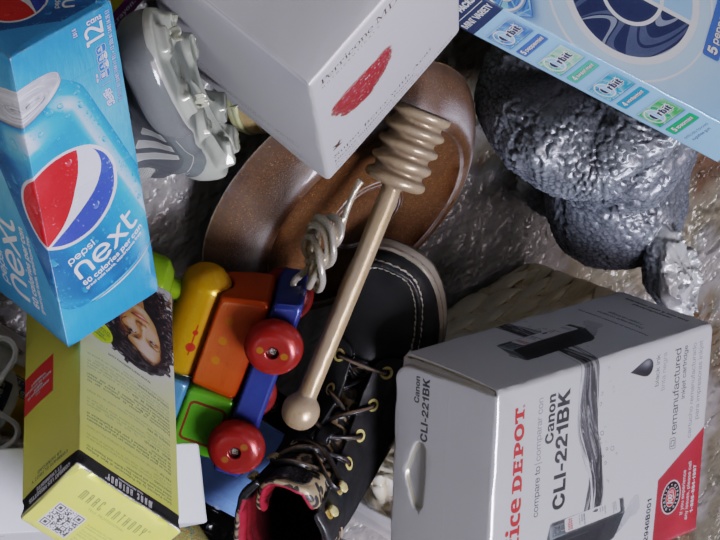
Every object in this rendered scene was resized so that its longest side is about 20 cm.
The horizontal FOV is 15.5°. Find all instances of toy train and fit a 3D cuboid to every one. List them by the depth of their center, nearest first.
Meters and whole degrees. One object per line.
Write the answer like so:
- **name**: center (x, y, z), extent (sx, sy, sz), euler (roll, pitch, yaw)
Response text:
- **toy train**: center (-0.084, 0.013, 1.529), extent (0.116, 0.085, 0.200), euler (19, 116, -5)

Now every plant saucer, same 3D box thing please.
- **plant saucer**: center (-0.004, -0.042, 1.602), extent (0.200, 0.032, 0.200), euler (-30, 150, -20)

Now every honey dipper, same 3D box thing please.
- **honey dipper**: center (0.000, 0.000, 1.533), extent (0.038, 0.038, 0.200), euler (14, 99, -50)

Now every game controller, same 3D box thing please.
- **game controller**: center (-0.081, 0.120, 1.674), extent (0.104, 0.042, 0.200), euler (-55, 143, 0)

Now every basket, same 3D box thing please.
- **basket**: center (0.098, 0.094, 1.759), extent (0.200, 0.135, 0.124), euler (-29, 125, -35)

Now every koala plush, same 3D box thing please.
- **koala plush**: center (0.161, -0.073, 1.690), extent (0.184, 0.177, 0.200), euler (-38, 147, -23)

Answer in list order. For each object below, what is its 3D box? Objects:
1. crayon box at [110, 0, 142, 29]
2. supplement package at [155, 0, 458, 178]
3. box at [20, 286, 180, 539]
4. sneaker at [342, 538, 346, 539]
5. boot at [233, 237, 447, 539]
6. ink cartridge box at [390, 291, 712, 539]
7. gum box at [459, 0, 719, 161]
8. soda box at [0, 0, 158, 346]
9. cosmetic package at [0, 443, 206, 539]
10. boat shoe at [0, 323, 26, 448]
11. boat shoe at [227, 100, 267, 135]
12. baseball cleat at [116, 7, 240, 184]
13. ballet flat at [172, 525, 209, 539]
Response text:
- **crayon box**: center (-0.207, -0.148, 1.333), extent (0.200, 0.058, 0.173), euler (-49, 141, -9)
- **supplement package**: center (-0.028, -0.149, 1.406), extent (0.121, 0.120, 0.200), euler (-49, 171, -7)
- **box**: center (-0.140, 0.068, 1.414), extent (0.075, 0.200, 0.050), euler (36, 117, -29)
- **sneaker**: center (-0.046, 0.249, 1.722), extent (0.200, 0.078, 0.077), euler (-69, 151, -52)
- **boot**: center (-0.014, 0.092, 1.601), extent (0.151, 0.073, 0.200), euler (-58, 171, -48)
- **ink cartridge box**: center (0.118, 0.108, 1.627), extent (0.200, 0.084, 0.145), euler (-14, 114, -41)
- **gum box**: center (0.157, -0.184, 1.556), extent (0.200, 0.045, 0.170), euler (26, 64, -14)
- **soda box**: center (-0.158, -0.061, 1.344), extent (0.064, 0.068, 0.200), euler (-34, 141, -26)
- **cosmetic package**: center (-0.209, 0.130, 1.464), extent (0.200, 0.151, 0.052), euler (3, 79, -48)
- **boat shoe**: center (-0.214, 0.064, 1.457), extent (0.075, 0.086, 0.202), euler (-56, 142, 0)
- **boat shoe**: center (0.005, -0.147, 1.552), extent (0.201, 0.063, 0.073), euler (-40, 139, -19)
- **baseball cleat**: center (-0.124, -0.081, 1.409), extent (0.106, 0.070, 0.200), euler (-11, 162, 5)
- **ballet flat**: center (-0.089, 0.240, 1.604), extent (0.071, 0.071, 0.200), euler (0, 85, -46)
